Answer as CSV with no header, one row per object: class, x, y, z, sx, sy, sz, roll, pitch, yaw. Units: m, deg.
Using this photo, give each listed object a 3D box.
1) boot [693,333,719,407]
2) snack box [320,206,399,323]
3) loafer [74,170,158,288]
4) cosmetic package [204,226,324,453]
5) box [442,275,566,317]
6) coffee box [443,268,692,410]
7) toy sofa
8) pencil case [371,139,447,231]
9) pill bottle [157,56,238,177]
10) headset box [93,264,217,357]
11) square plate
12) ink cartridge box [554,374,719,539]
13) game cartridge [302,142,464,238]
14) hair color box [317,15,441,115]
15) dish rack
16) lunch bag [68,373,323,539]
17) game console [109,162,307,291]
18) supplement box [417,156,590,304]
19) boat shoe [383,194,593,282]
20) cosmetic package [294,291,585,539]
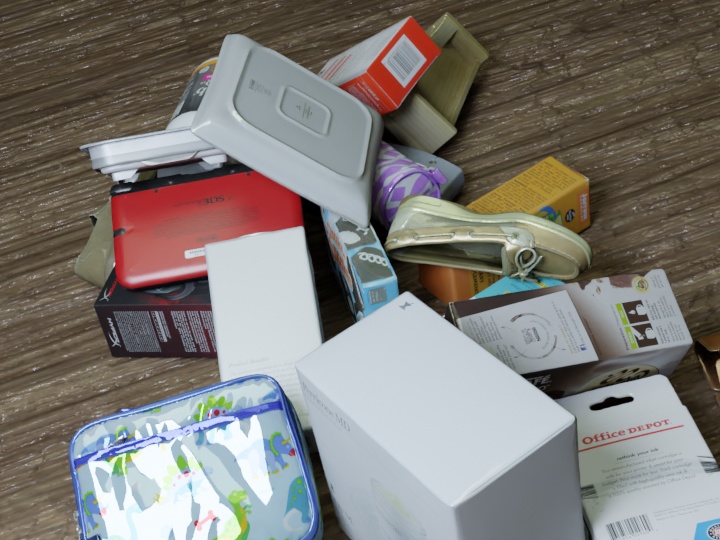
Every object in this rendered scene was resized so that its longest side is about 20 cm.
boot,0.389,0.101,1.053,0.153,0.074,0.200,-12,26,-3
snack box,0.000,0.000,1.237,0.037,0.117,0.201,-14,37,-7
loafer,-0.276,-0.057,1.412,0.067,0.077,0.201,4,40,9
cosmetic package,-0.082,0.069,1.140,0.100,0.074,0.202,-9,65,0
box,0.117,0.071,1.173,0.199,0.050,0.082,-31,42,-23
coffee box,0.171,0.072,1.067,0.198,0.113,0.080,-9,60,-13
toy sofa,0.084,-0.223,1.527,0.097,0.083,0.201,-37,19,40
pencil case,0.012,-0.116,1.349,0.086,0.084,0.200,-52,45,5
pill bottle,-0.177,-0.165,1.490,0.115,0.117,0.201,-2,39,11
headset box,-0.158,0.017,1.290,0.198,0.078,0.150,-1,39,15
square plate,-0.062,-0.152,1.236,0.197,0.029,0.201,29,36,-15
ink cartridge box,0.230,0.184,0.987,0.115,0.068,0.201,-12,38,-2
game cartridge,0.014,-0.099,1.426,0.198,0.042,0.133,16,41,31
hair color box,0.002,-0.228,1.478,0.102,0.061,0.199,-53,20,-23
dish rack,-0.204,-0.122,1.287,0.170,0.044,0.200,-10,4,-8
lunch bag,-0.139,0.181,1.022,0.198,0.083,0.162,-14,70,-2
game console,-0.155,-0.054,1.303,0.198,0.119,0.174,-10,67,2
supplement box,0.153,-0.042,1.293,0.199,0.067,0.069,-33,43,-24
boat shoe,0.123,-0.019,1.184,0.199,0.073,0.064,16,59,13
cosmetic package,0.065,0.161,0.950,0.122,0.201,0.199,-29,41,-23
